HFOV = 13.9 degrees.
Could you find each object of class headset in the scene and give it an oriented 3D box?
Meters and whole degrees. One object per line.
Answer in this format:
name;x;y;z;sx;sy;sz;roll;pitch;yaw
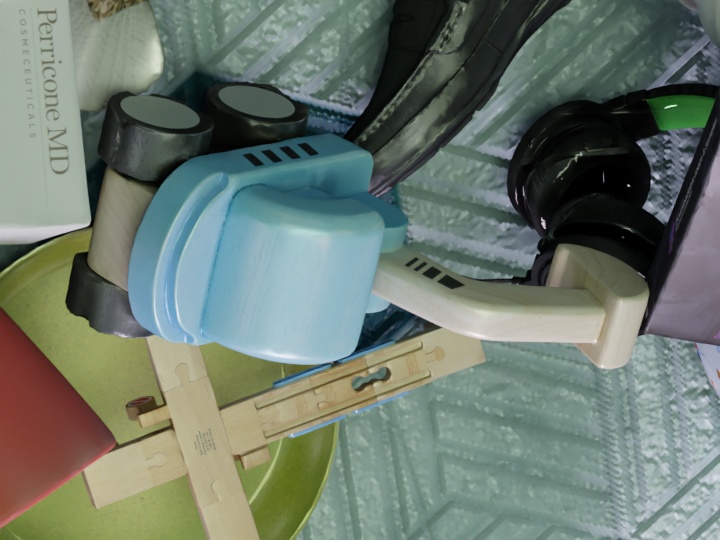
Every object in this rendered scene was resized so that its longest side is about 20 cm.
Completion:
headset;0.102;-0.030;1.372;0.199;0.124;0.094;-21;134;9

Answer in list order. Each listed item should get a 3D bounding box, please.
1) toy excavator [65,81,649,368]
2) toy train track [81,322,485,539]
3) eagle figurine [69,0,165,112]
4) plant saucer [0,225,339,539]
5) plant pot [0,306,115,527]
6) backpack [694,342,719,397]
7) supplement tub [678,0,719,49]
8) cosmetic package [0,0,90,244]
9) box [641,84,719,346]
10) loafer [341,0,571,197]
toy excavator;0.000;0.000;1.291;0.194;0.200;0.100;-12;125;-49
toy train track;-0.038;0.063;1.382;0.199;0.033;0.115;-20;103;-15
eagle figurine;-0.092;-0.177;1.246;0.152;0.200;0.151;-37;88;-24
plant saucer;-0.109;0.070;1.394;0.199;0.031;0.201;-4;106;-13
plant pot;-0.234;0.056;1.264;0.200;0.200;0.178;-33;92;-4
backpack;0.256;0.015;1.419;0.190;0.154;0.201;-23;114;4
supplement tub;0.241;-0.133;1.322;0.145;0.200;0.146;-36;146;-29
cosmetic package;-0.213;-0.058;1.172;0.199;0.074;0.102;-5;87;-26
box;0.232;-0.009;1.269;0.199;0.036;0.143;10;142;-3
loafer;0.042;-0.117;1.364;0.070;0.068;0.201;40;88;-13
